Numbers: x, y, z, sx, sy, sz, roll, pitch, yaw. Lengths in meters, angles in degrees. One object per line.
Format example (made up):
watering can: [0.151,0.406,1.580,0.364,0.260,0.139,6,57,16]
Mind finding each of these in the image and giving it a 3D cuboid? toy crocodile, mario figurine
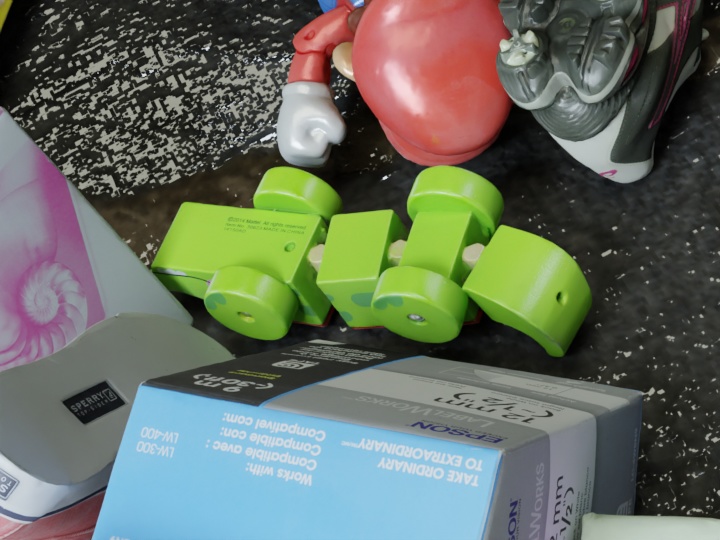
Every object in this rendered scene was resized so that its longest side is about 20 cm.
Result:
toy crocodile: [0.000,0.000,0.914,0.200,0.062,0.068,2,56,29]
mario figurine: [0.017,-0.106,0.988,0.123,0.106,0.200,-57,33,23]

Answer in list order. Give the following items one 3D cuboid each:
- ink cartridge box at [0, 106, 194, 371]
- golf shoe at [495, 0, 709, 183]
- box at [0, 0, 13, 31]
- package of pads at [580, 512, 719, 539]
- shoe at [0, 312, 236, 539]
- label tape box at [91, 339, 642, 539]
ink cartridge box: [-0.174,0.038,0.857,0.043,0.200,0.196,6,58,41]
golf shoe: [0.116,-0.134,0.940,0.077,0.088,0.200,4,59,35]
box: [-0.233,-0.137,1.066,0.048,0.117,0.200,-31,36,51]
package of pads: [0.141,0.178,0.713,0.154,0.068,0.200,-1,57,21]
shoe: [-0.116,0.078,0.848,0.071,0.200,0.091,46,112,12]
label tape box: [-0.002,0.074,0.769,0.143,0.200,0.066,9,97,26]
